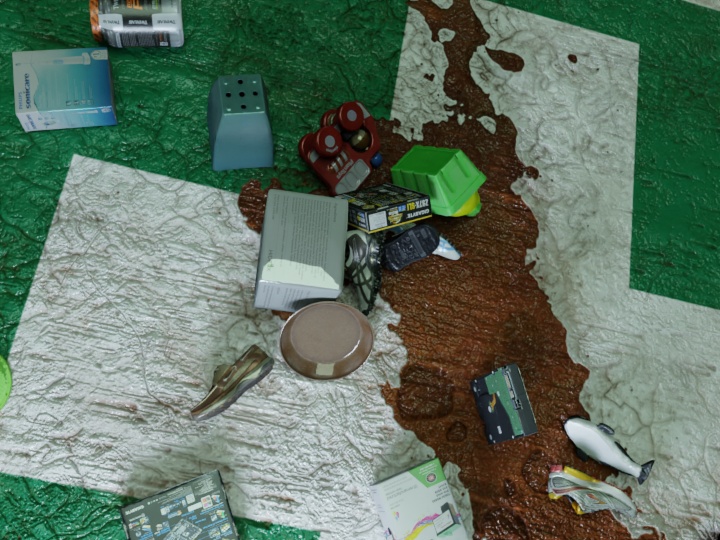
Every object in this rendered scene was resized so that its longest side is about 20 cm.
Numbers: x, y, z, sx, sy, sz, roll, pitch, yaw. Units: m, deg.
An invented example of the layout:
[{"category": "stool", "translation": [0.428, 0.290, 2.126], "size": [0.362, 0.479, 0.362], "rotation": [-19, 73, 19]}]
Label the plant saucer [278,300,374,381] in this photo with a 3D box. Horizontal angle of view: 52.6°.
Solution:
[{"category": "plant saucer", "translation": [-0.070, 0.138, 1.495], "size": [0.196, 0.204, 0.037], "rotation": [6, 31, -9]}]

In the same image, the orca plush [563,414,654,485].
[{"category": "orca plush", "translation": [0.538, 0.370, 1.579], "size": [0.197, 0.107, 0.071], "rotation": [20, 27, 20]}]

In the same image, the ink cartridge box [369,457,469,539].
[{"category": "ink cartridge box", "translation": [0.122, 0.498, 1.450], "size": [0.142, 0.084, 0.204], "rotation": [-18, 78, -16]}]

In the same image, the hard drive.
[{"category": "hard drive", "translation": [0.290, 0.276, 1.491], "size": [0.037, 0.200, 0.143], "rotation": [-12, 74, -14]}]

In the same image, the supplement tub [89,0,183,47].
[{"category": "supplement tub", "translation": [-0.500, -0.567, 1.637], "size": [0.195, 0.123, 0.125], "rotation": [-5, 74, -13]}]

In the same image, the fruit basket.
[{"category": "fruit basket", "translation": [0.190, -0.176, 1.642], "size": [0.215, 0.216, 0.155], "rotation": [44, 70, 5]}]

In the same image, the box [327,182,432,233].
[{"category": "box", "translation": [0.037, -0.138, 1.567], "size": [0.157, 0.199, 0.050], "rotation": [-18, 112, -23]}]

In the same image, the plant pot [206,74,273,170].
[{"category": "plant pot", "translation": [-0.258, -0.330, 1.571], "size": [0.138, 0.200, 0.144], "rotation": [-6, 73, -13]}]

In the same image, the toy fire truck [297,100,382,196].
[{"category": "toy fire truck", "translation": [-0.033, -0.276, 1.660], "size": [0.168, 0.112, 0.201], "rotation": [48, 69, -20]}]

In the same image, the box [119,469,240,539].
[{"category": "box", "translation": [-0.339, 0.491, 1.381], "size": [0.196, 0.046, 0.162], "rotation": [-18, 77, -16]}]

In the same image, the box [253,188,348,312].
[{"category": "box", "translation": [-0.125, -0.032, 1.504], "size": [0.167, 0.199, 0.205], "rotation": [8, 71, -9]}]

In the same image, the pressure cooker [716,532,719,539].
[{"category": "pressure cooker", "translation": [0.812, 0.621, 1.494], "size": [0.174, 0.198, 0.183], "rotation": [17, 78, -39]}]

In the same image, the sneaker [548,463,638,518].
[{"category": "sneaker", "translation": [0.487, 0.481, 1.540], "size": [0.196, 0.078, 0.084], "rotation": [21, 74, 6]}]

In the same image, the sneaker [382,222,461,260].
[{"category": "sneaker", "translation": [0.134, -0.067, 1.643], "size": [0.197, 0.072, 0.074], "rotation": [26, 93, -4]}]

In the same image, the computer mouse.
[{"category": "computer mouse", "translation": [0.067, -0.064, 1.590], "size": [0.198, 0.046, 0.141], "rotation": [-34, 101, 15]}]

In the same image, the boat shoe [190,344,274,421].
[{"category": "boat shoe", "translation": [-0.266, 0.225, 1.469], "size": [0.199, 0.076, 0.072], "rotation": [-37, 79, -28]}]

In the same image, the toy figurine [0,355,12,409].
[{"category": "toy figurine", "translation": [-0.758, 0.198, 1.316], "size": [0.195, 0.184, 0.153], "rotation": [-7, 74, -12]}]

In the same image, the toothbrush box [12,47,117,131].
[{"category": "toothbrush box", "translation": [-0.638, -0.392, 1.575], "size": [0.195, 0.085, 0.150], "rotation": [-8, 75, -14]}]

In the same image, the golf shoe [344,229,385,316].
[{"category": "golf shoe", "translation": [0.000, 0.000, 1.550], "size": [0.092, 0.204, 0.078], "rotation": [9, 28, 9]}]
